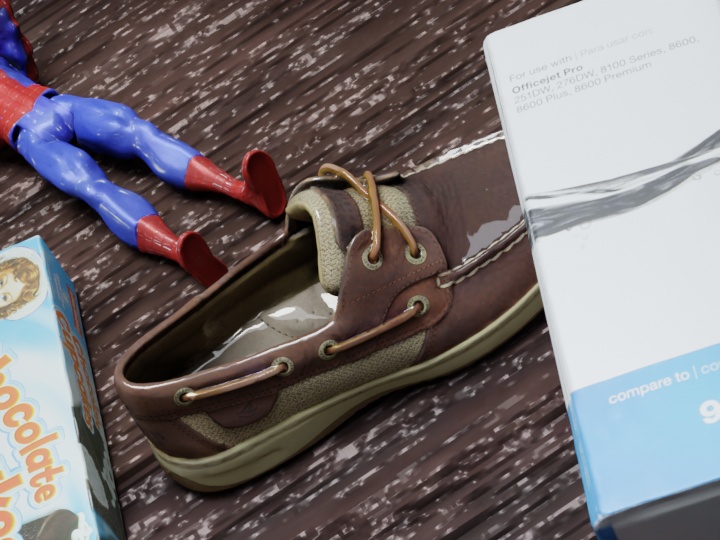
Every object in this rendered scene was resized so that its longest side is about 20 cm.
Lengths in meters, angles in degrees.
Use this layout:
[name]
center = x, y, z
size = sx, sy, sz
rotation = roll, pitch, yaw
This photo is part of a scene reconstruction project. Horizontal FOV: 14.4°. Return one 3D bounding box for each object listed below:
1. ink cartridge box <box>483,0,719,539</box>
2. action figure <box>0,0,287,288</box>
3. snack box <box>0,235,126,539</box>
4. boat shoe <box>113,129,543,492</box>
[ink cartridge box]
center = 0.111, 0.025, 0.905
size = 0.084, 0.145, 0.201
rotation = -19, 49, 10
[action figure]
center = -0.127, -0.070, 1.132
size = 0.199, 0.099, 0.065
rotation = 24, 66, 40
[snack box]
center = -0.148, 0.089, 1.055
size = 0.116, 0.037, 0.201
rotation = -24, 48, 7
[boat shoe]
center = 0.000, 0.000, 1.028
size = 0.199, 0.072, 0.072
rotation = -31, 47, 1
